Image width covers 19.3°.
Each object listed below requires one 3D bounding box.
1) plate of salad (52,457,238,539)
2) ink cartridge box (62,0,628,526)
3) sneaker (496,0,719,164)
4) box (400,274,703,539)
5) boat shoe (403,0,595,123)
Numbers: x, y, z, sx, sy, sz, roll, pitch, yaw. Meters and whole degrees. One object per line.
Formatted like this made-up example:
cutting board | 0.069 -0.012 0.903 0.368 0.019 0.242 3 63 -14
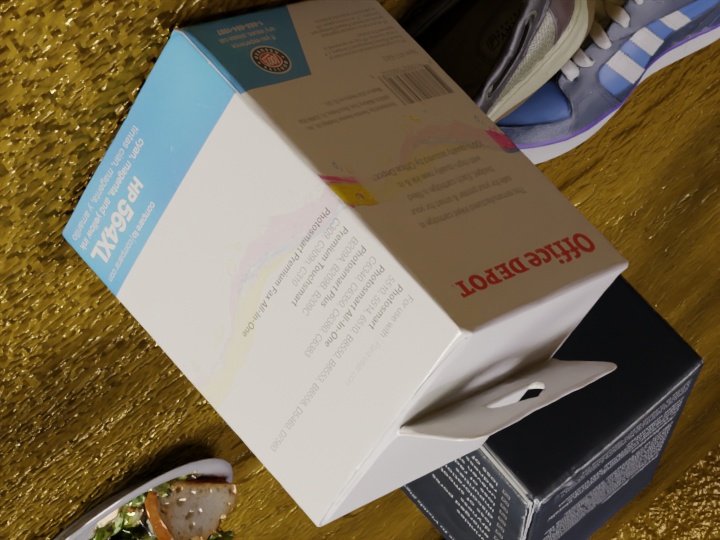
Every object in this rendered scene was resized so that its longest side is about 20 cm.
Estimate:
plate of salad | -0.150 0.188 1.279 0.200 0.048 0.200 -38 163 -14
ink cartridge box | 0.000 0.000 0.889 0.128 0.200 0.125 -20 152 -50
sneaker | 0.121 -0.147 1.025 0.200 0.081 0.147 -31 152 -21
box | 0.062 0.048 1.141 0.124 0.200 0.197 -37 163 -16
boat shoe | 0.022 -0.075 0.996 0.200 0.073 0.065 -50 150 14
